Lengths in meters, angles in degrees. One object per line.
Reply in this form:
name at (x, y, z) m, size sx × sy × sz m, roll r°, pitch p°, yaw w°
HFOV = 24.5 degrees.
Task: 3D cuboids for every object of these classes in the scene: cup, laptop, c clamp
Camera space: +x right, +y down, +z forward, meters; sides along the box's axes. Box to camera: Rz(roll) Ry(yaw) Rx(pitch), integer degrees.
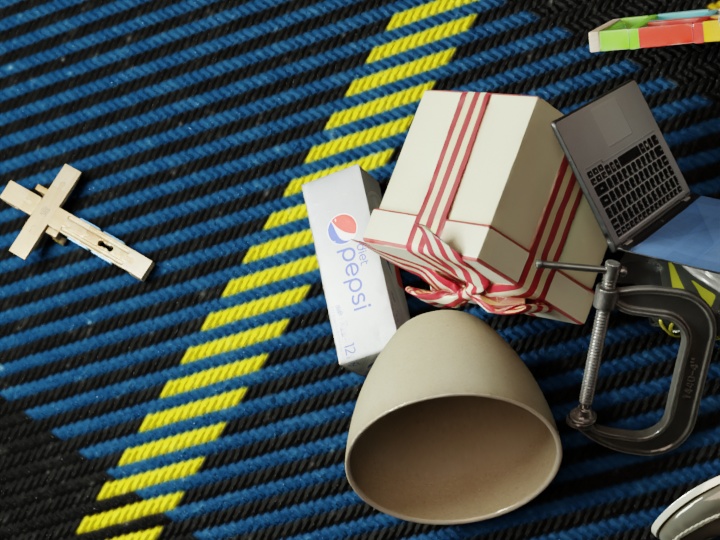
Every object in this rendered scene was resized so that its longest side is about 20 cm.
cup at (0.082, 0.123, 1.561) m, size 0.199 × 0.201 × 0.144 m, roll -17°, pitch 46°, yaw 15°
laptop at (0.298, -0.087, 1.508) m, size 0.116 × 0.187 × 0.201 m, roll -25°, pitch 93°, yaw 36°
c clamp at (0.237, 0.080, 1.520) m, size 0.170 × 0.027 × 0.201 m, roll 1°, pitch 114°, yaw -1°

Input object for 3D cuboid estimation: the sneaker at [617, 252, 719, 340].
sneaker at (0.319, 0.038, 1.553) m, size 0.085 × 0.074 × 0.200 m, roll -48°, pitch 56°, yaw 9°

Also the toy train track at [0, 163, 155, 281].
toy train track at (-0.309, -0.041, 1.827) m, size 0.199 × 0.033 × 0.115 m, roll 28°, pitch 79°, yaw 19°

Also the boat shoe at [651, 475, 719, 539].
boat shoe at (0.358, 0.205, 1.483) m, size 0.201 × 0.072 × 0.061 m, roll -28°, pitch 62°, yaw 7°

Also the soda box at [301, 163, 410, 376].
soda box at (0.000, 0.000, 1.679) m, size 0.068 × 0.063 × 0.201 m, roll -19°, pitch 69°, yaw 16°

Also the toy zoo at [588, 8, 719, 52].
toy zoo at (0.329, -0.234, 1.590) m, size 0.199 × 0.131 × 0.021 m, roll -3°, pitch 103°, yaw 20°

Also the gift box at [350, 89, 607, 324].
gift box at (0.114, -0.056, 1.562) m, size 0.184 × 0.199 × 0.188 m, roll 8°, pitch 75°, yaw 54°

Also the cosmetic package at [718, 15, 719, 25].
cosmetic package at (0.390, -0.163, 1.504) m, size 0.087 × 0.200 × 0.104 m, roll -17°, pitch 72°, yaw 15°
